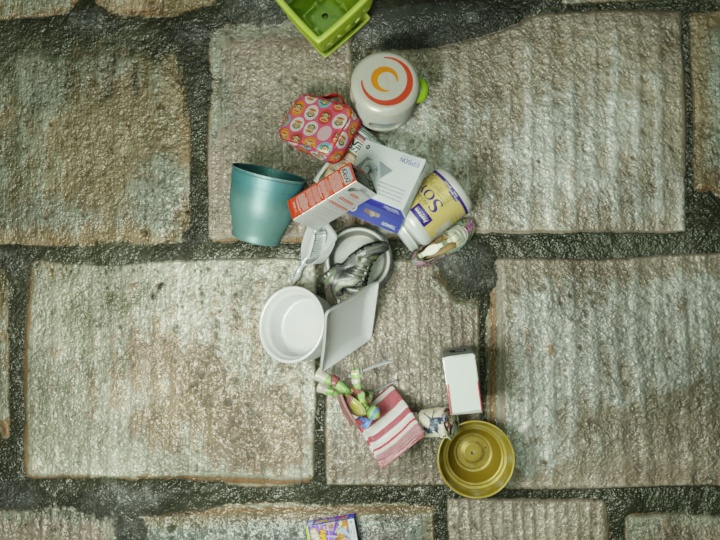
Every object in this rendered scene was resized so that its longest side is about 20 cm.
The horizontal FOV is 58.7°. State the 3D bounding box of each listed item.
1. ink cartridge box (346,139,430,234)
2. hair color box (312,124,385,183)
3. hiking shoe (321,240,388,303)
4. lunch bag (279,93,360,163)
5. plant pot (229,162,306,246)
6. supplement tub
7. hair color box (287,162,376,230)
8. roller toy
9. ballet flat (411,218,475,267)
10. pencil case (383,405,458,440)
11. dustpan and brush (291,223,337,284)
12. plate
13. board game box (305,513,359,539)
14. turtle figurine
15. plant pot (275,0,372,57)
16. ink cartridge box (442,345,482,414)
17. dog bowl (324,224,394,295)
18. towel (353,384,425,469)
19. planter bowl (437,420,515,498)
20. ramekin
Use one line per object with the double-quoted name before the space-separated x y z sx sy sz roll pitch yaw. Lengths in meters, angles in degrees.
"ink cartridge box" 0.053 -0.220 1.655 0.199 0.041 0.200 24 90 30
"hair color box" -0.030 -0.293 1.752 0.099 0.061 0.200 37 91 4
"hiking shoe" 0.000 0.000 1.684 0.200 0.076 0.101 -32 98 9
"lunch bag" -0.105 -0.395 1.720 0.200 0.082 0.176 26 87 29
"plant pot" -0.260 -0.170 1.704 0.200 0.200 0.188 15 103 4
"supplement tub" 0.178 -0.159 1.691 0.200 0.145 0.146 -39 86 1
"hair color box" -0.073 -0.186 1.630 0.200 0.111 0.064 -27 67 21
"roller toy" 0.061 -0.475 1.713 0.200 0.140 0.182 43 80 6
"ballet flat" 0.227 -0.073 1.722 0.200 0.071 0.069 -32 87 2
"pencil case" 0.153 0.408 1.672 0.200 0.089 0.078 -17 112 30
"dustpan and brush" -0.137 -0.043 1.738 0.057 0.140 0.200 3 123 -29
"plate" -0.035 0.139 1.649 0.032 0.200 0.200 30 131 29
"board game box" -0.064 0.771 1.723 0.134 0.045 0.201 -11 87 3
"turtle figurine" -0.012 0.300 1.699 0.194 0.144 0.200 21 89 19
"plant pot" -0.094 -0.705 1.710 0.199 0.181 0.200 -42 86 2
"ink cartridge box" 0.260 0.278 1.645 0.083 0.200 0.146 -9 87 7
"dog bowl" -0.005 -0.028 1.742 0.199 0.059 0.201 0 88 4
"towel" 0.070 0.401 1.669 0.144 0.200 0.023 -39 126 1
"planter bowl" 0.301 0.490 1.691 0.200 0.083 0.201 0 87 4
"ramekin" -0.161 0.147 1.697 0.200 0.098 0.201 -6 77 26
